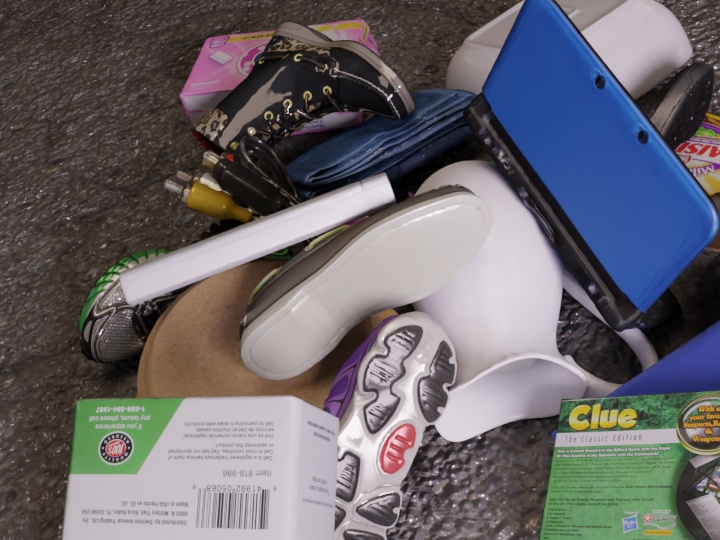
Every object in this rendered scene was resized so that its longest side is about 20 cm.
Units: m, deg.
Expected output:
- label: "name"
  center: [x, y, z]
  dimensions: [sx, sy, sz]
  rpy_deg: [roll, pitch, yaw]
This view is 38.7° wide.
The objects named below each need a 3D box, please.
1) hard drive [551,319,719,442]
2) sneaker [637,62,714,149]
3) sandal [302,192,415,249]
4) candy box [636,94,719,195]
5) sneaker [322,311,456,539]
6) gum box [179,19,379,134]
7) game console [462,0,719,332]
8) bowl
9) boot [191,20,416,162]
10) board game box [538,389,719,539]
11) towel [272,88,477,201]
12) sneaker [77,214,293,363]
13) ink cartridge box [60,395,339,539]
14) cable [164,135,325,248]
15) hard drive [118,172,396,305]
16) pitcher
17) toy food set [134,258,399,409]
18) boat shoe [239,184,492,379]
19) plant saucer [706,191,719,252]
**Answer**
- label: "hard drive"
  center: [0.226, 0.095, 0.624]
  dimensions: [0.199, 0.025, 0.133]
  rpy_deg: [-36, 38, 12]
- label: "sneaker"
  center: [0.212, -0.113, 0.866]
  dimensions: [0.103, 0.060, 0.200]
  rpy_deg: [22, 62, 33]
- label: "sandal"
  center: [0.043, -0.039, 0.881]
  dimensions: [0.200, 0.050, 0.083]
  rpy_deg: [-12, 40, 9]
- label: "candy box"
  center: [0.269, -0.106, 0.901]
  dimensions: [0.102, 0.027, 0.199]
  rpy_deg: [-41, 45, -21]
- label: "sneaker"
  center: [-0.004, 0.119, 0.678]
  dimensions: [0.201, 0.080, 0.083]
  rpy_deg: [-57, 13, -5]
- label: "gum box"
  center: [-0.081, -0.205, 1.105]
  dimensions: [0.197, 0.067, 0.114]
  rpy_deg: [-3, 43, 15]
- label: "game console"
  center: [0.174, -0.072, 0.712]
  dimensions: [0.118, 0.170, 0.201]
  rpy_deg: [-43, 67, 28]
- label: "bowl"
  center: [0.190, -0.210, 0.986]
  dimensions: [0.199, 0.075, 0.199]
  rpy_deg: [-34, 33, -18]
- label: "boot"
  center: [-0.057, -0.146, 0.960]
  dimensions: [0.154, 0.074, 0.203]
  rpy_deg: [-48, 47, -11]
- label: "board game box"
  center: [0.200, 0.118, 0.587]
  dimensions: [0.198, 0.023, 0.106]
  rpy_deg: [-9, 53, 37]
- label: "towel"
  center: [0.013, -0.116, 0.967]
  dimensions: [0.199, 0.049, 0.111]
  rpy_deg: [-32, 23, -16]
- label: "sneaker"
  center: [-0.144, 0.019, 0.860]
  dimensions: [0.199, 0.079, 0.085]
  rpy_deg: [-30, 42, -17]
- label: "ink cartridge box"
  center: [-0.093, 0.178, 0.586]
  dimensions: [0.145, 0.083, 0.203]
  rpy_deg: [-2, 73, 17]
- label: "cable"
  center: [-0.066, -0.046, 0.879]
  dimensions: [0.199, 0.051, 0.097]
  rpy_deg: [36, 43, 5]
- label: "hard drive"
  center: [-0.071, -0.027, 0.766]
  dimensions: [0.198, 0.027, 0.132]
  rpy_deg: [-21, 5, 1]
- label: "pitcher"
  center: [0.119, 0.017, 0.756]
  dimensions: [0.169, 0.122, 0.202]
  rpy_deg: [1, 49, -11]
- label: "toy food set"
  center: [-0.072, 0.072, 0.773]
  dimensions: [0.197, 0.049, 0.200]
  rpy_deg: [30, 64, 23]
- label: "boat shoe"
  center: [-0.002, -0.002, 0.710]
  dimensions: [0.201, 0.072, 0.061]
  rpy_deg: [-34, 34, 14]
- label: "plant saucer"
  center: [0.315, -0.031, 0.703]
  dimensions: [0.198, 0.037, 0.200]
  rpy_deg: [3, 7, 0]
